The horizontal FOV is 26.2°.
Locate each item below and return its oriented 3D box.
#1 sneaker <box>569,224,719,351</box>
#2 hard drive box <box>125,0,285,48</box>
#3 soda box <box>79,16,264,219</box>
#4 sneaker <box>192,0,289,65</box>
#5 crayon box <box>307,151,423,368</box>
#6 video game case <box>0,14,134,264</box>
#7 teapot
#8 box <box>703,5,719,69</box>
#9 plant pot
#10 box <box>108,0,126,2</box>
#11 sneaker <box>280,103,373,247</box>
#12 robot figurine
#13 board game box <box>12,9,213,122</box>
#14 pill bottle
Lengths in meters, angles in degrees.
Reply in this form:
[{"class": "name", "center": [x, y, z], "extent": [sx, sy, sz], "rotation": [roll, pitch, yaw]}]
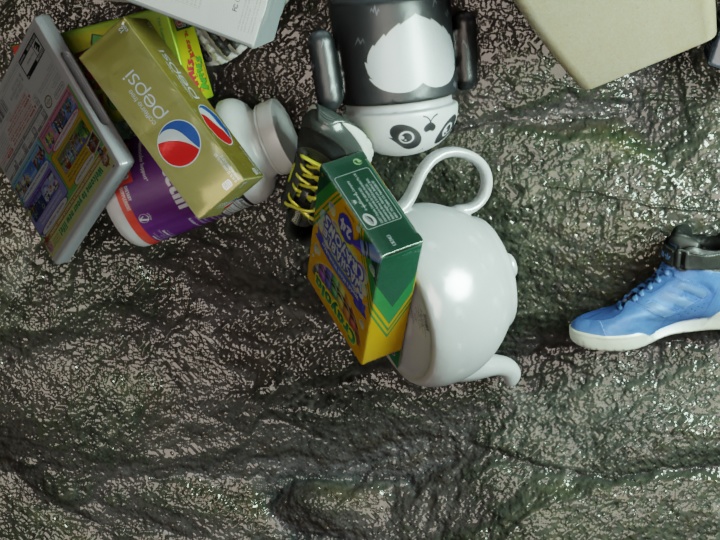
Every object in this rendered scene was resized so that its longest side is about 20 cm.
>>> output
[{"class": "sneaker", "center": [0.304, 0.011, 1.568], "extent": [0.197, 0.077, 0.113], "rotation": [-9, 108, 8]}, {"class": "hard drive box", "center": [-0.160, -0.321, 1.469], "extent": [0.198, 0.077, 0.158], "rotation": [22, 108, 7]}, {"class": "soda box", "center": [-0.184, -0.150, 1.513], "extent": [0.064, 0.068, 0.201], "rotation": [-38, 86, 15]}, {"class": "sneaker", "center": [-0.107, -0.278, 1.576], "extent": [0.199, 0.081, 0.076], "rotation": [-34, 93, 36]}, {"class": "crayon box", "center": [0.000, 0.000, 1.526], "extent": [0.051, 0.126, 0.201], "rotation": [-19, 145, -21]}, {"class": "video game case", "center": [-0.318, -0.132, 1.599], "extent": [0.183, 0.022, 0.200], "rotation": [58, 139, 12]}, {"class": "teapot", "center": [0.094, 0.010, 1.573], "extent": [0.145, 0.201, 0.199], "rotation": [-20, 66, -21]}, {"class": "box", "center": [0.427, -0.269, 1.462], "extent": [0.146, 0.104, 0.202], "rotation": [21, 106, 5]}, {"class": "plant pot", "center": [0.237, -0.290, 1.453], "extent": [0.198, 0.201, 0.179], "rotation": [-21, 111, 15]}, {"class": "box", "center": [-0.222, -0.374, 1.559], "extent": [0.077, 0.095, 0.203], "rotation": [7, 104, 9]}, {"class": "sneaker", "center": [-0.038, -0.087, 1.545], "extent": [0.074, 0.201, 0.085], "rotation": [28, 66, 14]}, {"class": "robot figurine", "center": [0.035, -0.215, 1.535], "extent": [0.148, 0.125, 0.203], "rotation": [-2, 103, 16]}, {"class": "board game box", "center": [-0.259, -0.207, 1.607], "extent": [0.198, 0.048, 0.103], "rotation": [-9, 102, 27]}, {"class": "pill bottle", "center": [-0.165, -0.107, 1.606], "extent": [0.198, 0.113, 0.114], "rotation": [-21, 100, 14]}]
